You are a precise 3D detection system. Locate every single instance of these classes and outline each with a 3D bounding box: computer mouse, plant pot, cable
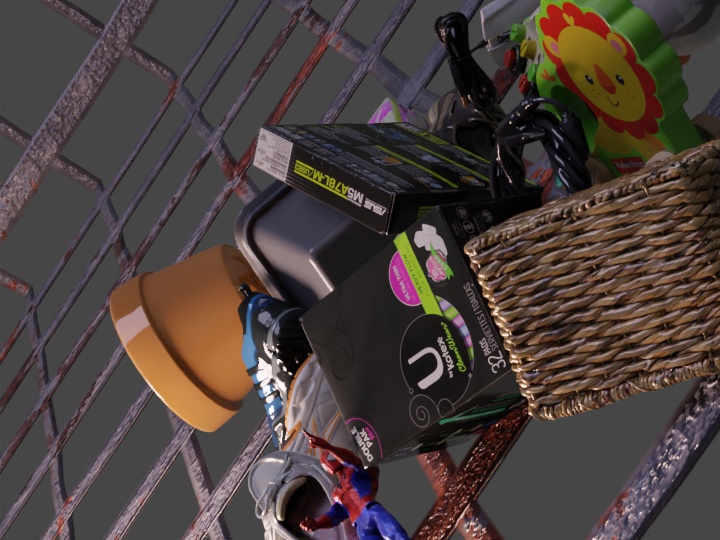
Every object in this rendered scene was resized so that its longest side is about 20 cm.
[{"bbox_3d":[0.153,-0.247,1.878,0.044,0.110,0.200,-1,30,43],"label":"computer mouse"},{"bbox_3d":[-0.171,0.064,2.117,0.140,0.200,0.200,-36,24,13],"label":"plant pot"},{"bbox_3d":[0.162,-0.061,1.548,0.051,0.164,0.200,-26,-5,-15],"label":"cable"}]

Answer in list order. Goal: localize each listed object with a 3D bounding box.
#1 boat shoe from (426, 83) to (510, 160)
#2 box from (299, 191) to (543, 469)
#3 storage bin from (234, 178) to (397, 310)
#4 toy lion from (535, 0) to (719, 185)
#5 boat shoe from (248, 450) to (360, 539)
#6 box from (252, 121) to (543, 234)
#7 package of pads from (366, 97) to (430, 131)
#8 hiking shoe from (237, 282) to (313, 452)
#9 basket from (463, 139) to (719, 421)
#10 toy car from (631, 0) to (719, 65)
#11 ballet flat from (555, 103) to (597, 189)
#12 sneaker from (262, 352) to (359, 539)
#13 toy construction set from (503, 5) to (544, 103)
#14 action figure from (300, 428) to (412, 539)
[{"bbox_3d":[0.112,-0.146,1.891,0.073,0.074,0.200,-51,21,20],"label":"boat shoe"},{"bbox_3d":[0.073,0.050,1.513,0.200,0.124,0.149,-39,69,44],"label":"box"},{"bbox_3d":[0.000,0.000,1.776,0.145,0.200,0.134,-40,27,-13],"label":"storage bin"},{"bbox_3d":[0.199,-0.144,1.473,0.069,0.192,0.200,-40,14,-16],"label":"toy lion"},{"bbox_3d":[-0.042,0.212,1.636,0.202,0.065,0.075,36,97,49],"label":"boat shoe"},{"bbox_3d":[0.034,-0.089,1.715,0.200,0.193,0.048,29,113,42],"label":"box"},{"bbox_3d":[0.025,-0.089,2.028,0.155,0.068,0.200,-52,20,20],"label":"package of pads"},{"bbox_3d":[-0.074,0.104,1.828,0.074,0.201,0.087,-27,43,-29],"label":"hiking shoe"},{"bbox_3d":[0.203,0.005,1.357,0.199,0.150,0.143,-22,2,30],"label":"basket"},{"bbox_3d":[0.264,-0.257,1.569,0.201,0.176,0.185,-64,27,22],"label":"toy car"},{"bbox_3d":[0.210,-0.140,1.613,0.200,0.068,0.068,89,-176,-52],"label":"ballet flat"},{"bbox_3d":[-0.032,0.184,1.744,0.076,0.092,0.201,-19,-58,-76],"label":"sneaker"},{"bbox_3d":[0.195,-0.233,1.789,0.200,0.092,0.132,-79,2,-63],"label":"toy construction set"},{"bbox_3d":[-0.005,0.204,1.504,0.065,0.099,0.200,-55,37,16],"label":"action figure"}]
